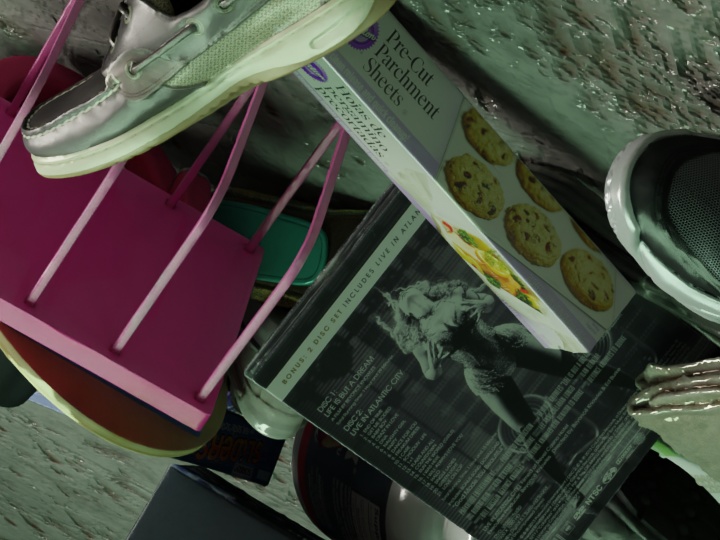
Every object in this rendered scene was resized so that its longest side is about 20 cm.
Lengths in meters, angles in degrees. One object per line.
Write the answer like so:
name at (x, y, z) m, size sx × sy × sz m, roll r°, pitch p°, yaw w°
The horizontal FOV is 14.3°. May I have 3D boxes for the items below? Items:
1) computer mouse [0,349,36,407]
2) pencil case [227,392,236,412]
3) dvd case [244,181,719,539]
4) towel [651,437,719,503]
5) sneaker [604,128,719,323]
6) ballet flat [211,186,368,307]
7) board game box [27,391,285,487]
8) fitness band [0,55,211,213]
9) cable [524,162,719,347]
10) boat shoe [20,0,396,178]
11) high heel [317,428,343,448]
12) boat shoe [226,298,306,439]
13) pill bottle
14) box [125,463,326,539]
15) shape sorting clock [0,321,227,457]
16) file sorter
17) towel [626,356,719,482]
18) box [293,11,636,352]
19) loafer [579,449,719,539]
computer mouse at (-0.199, -0.028, 1.528) m, size 0.053 × 0.201 × 0.138 m, roll -22°, pitch 168°, yaw 24°
pencil case at (-0.145, 0.009, 1.704) m, size 0.200 × 0.085 × 0.084 m, roll 42°, pitch -161°, yaw -34°
dvd case at (0.062, 0.044, 1.384) m, size 0.200 × 0.149 × 0.016 m, roll 36°, pitch -176°, yaw -28°
towel at (0.201, 0.131, 1.545) m, size 0.200 × 0.031 × 0.149 m, roll 39°, pitch 159°, yaw -33°
sneaker at (0.200, -0.007, 1.140) m, size 0.199 × 0.076 × 0.114 m, roll 26°, pitch 164°, yaw -16°
ballet flat at (0.000, 0.000, 1.506) m, size 0.199 × 0.071 × 0.071 m, roll 17°, pitch 160°, yaw 32°
board game box at (-0.157, 0.065, 1.623) m, size 0.199 × 0.035 × 0.135 m, roll 20°, pitch 177°, yaw 28°
fitness band at (-0.143, -0.033, 1.454) m, size 0.143 × 0.200 × 0.037 m, roll 26°, pitch 123°, yaw -22°
cable at (0.155, 0.001, 1.302) m, size 0.200 × 0.050 × 0.097 m, roll 27°, pitch 157°, yaw 39°
boat shoe at (-0.070, -0.102, 1.203) m, size 0.199 × 0.072 × 0.065 m, roll -24°, pitch 112°, yaw 32°
high heel at (0.058, 0.064, 1.526) m, size 0.067 × 0.097 × 0.200 m, roll 33°, pitch 164°, yaw -32°
boat shoe at (-0.051, 0.047, 1.592) m, size 0.071 × 0.070 × 0.200 m, roll 25°, pitch -172°, yaw -15°
pill bottle at (0.053, 0.125, 1.614) m, size 0.119 × 0.120 × 0.200 m, roll 37°, pitch 174°, yaw -28°
box at (-0.061, 0.189, 1.599) m, size 0.148 × 0.107 × 0.200 m, roll 30°, pitch 177°, yaw 3°
shape sorting clock at (-0.143, 0.012, 1.487) m, size 0.200 × 0.200 × 0.039 m, roll 36°, pitch 119°, yaw -24°
file sorter at (-0.119, -0.053, 1.353) m, size 0.199 × 0.139 × 0.126 m, roll 30°, pitch 125°, yaw -10°
towel at (0.235, 0.093, 1.398) m, size 0.132 × 0.035 × 0.200 m, roll -12°, pitch 140°, yaw 45°
box at (0.043, -0.043, 1.272) m, size 0.200 × 0.041 × 0.039 m, roll 48°, pitch 160°, yaw -22°
loafer at (0.109, 0.117, 1.477) m, size 0.200 × 0.068 × 0.071 m, roll 31°, pitch 125°, yaw 0°
